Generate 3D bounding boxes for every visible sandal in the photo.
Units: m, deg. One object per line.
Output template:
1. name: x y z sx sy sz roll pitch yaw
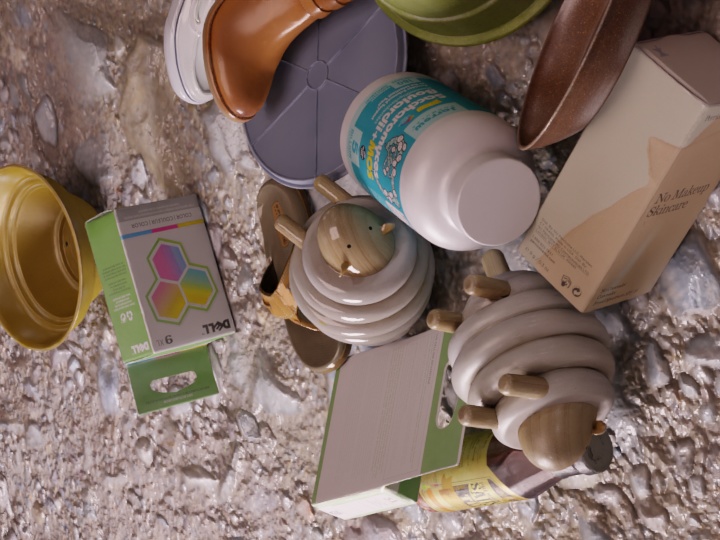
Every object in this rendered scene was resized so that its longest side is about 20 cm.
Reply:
1. sandal: -0.065 0.005 1.630 0.080 0.054 0.200 -36 64 42

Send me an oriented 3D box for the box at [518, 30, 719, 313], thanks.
1. box: 0.209 -0.073 1.311 0.078 0.095 0.200 47 131 27

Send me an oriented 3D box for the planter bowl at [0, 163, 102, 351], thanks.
1. planter bowl: -0.324 -0.020 1.890 0.200 0.083 0.200 15 111 43

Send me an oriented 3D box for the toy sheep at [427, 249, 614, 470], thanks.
1. toy sheep: 0.129 0.065 1.377 0.138 0.138 0.200 -45 48 43

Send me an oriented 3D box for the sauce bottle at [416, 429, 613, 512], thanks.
1. sauce bottle: 0.123 0.162 1.479 0.200 0.066 0.066 -19 86 49

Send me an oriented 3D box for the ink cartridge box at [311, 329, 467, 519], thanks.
1. ink cartridge box: 0.043 0.126 1.515 0.200 0.048 0.146 -21 50 47

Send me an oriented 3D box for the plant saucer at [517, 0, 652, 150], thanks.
1. plant saucer: 0.171 -0.175 1.293 0.037 0.200 0.200 22 124 -6

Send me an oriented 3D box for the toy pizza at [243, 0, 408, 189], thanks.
1. toy pizza: -0.028 -0.168 1.557 0.200 0.032 0.200 -14 70 41

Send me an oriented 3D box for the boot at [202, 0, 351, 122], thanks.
1. boot: -0.050 -0.227 1.530 0.155 0.077 0.200 2 72 41

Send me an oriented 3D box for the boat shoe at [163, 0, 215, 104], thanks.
1. boat shoe: -0.132 -0.245 1.638 0.067 0.074 0.200 28 118 41

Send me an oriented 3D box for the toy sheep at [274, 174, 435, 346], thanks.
1. toy sheep: 0.000 0.000 1.519 0.138 0.138 0.200 52 175 24

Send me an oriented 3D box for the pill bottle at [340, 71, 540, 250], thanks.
1. pill bottle: 0.067 -0.083 1.400 0.200 0.111 0.111 -139 50 -60

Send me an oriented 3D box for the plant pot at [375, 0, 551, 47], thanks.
1. plant pot: 0.039 -0.276 1.325 0.200 0.190 0.200 0 91 29

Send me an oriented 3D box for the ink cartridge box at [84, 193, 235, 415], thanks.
1. ink cartridge box: -0.190 0.032 1.748 0.059 0.104 0.200 -18 86 48
